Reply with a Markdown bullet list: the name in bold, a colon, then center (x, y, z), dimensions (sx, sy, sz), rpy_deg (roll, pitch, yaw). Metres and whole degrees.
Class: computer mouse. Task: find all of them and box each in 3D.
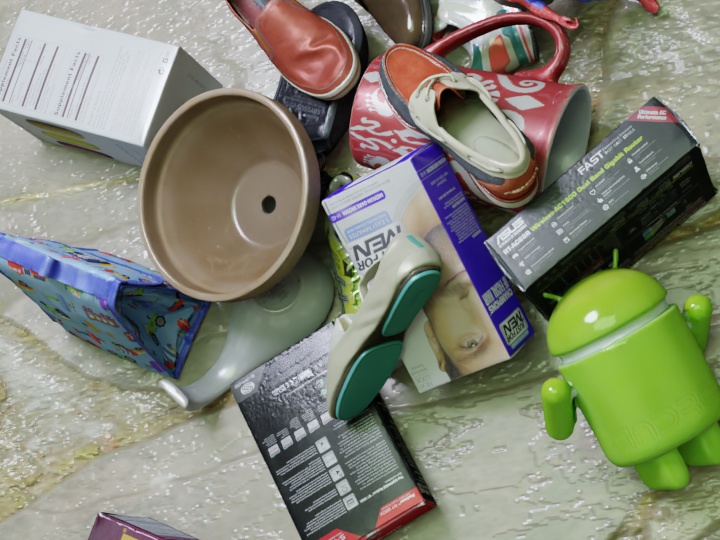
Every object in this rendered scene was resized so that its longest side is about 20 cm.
- **computer mouse**: center (-0.048, -0.171, 1.548), dimensions (0.138, 0.053, 0.202), rpy_deg (24, 92, 32)

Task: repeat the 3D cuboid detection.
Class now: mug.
- **mug**: center (0.108, -0.145, 1.443), dimensions (0.198, 0.134, 0.179), rpy_deg (15, 63, 21)

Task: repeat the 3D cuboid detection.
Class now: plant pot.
- **plant pot**: center (-0.111, -0.068, 1.482), dimensions (0.199, 0.092, 0.203), rpy_deg (-3, 84, 29)

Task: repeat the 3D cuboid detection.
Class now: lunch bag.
- **lunch bag**: center (-0.261, 0.022, 1.489), dimensions (0.149, 0.200, 0.095), rpy_deg (21, 84, 22)

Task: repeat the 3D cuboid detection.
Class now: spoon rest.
- **spoon rest**: center (-0.110, 0.060, 1.512), dimensions (0.200, 0.061, 0.099), rpy_deg (-45, 67, -11)

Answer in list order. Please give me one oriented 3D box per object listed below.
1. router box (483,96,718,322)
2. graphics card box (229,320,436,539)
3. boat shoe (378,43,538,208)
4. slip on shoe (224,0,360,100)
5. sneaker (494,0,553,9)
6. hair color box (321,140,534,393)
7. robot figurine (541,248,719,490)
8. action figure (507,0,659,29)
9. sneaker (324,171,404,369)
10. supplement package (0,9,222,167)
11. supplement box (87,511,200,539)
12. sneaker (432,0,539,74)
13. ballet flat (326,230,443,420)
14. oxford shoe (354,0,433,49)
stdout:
- **router box**: center (0.216, -0.048, 1.364), dimensions (0.200, 0.150, 0.062), rpy_deg (-40, 67, 5)
- **graphics card box**: center (-0.028, 0.165, 1.451), dimensions (0.125, 0.051, 0.201), rpy_deg (-33, 69, 9)
- **boat shoe**: center (0.082, -0.137, 1.335), dimensions (0.071, 0.063, 0.200), rpy_deg (-38, 62, -5)
- **slip on shoe**: center (-0.075, -0.238, 1.510), dimensions (0.074, 0.061, 0.200), rpy_deg (-48, 63, 11)
- **sneaker**: center (0.185, -0.316, 1.473), dimensions (0.200, 0.071, 0.080), rpy_deg (-35, 50, -24)
- **hair color box**: center (0.061, -0.002, 1.396), dimensions (0.109, 0.065, 0.201), rpy_deg (-24, 98, 35)
- **robot figurine**: center (0.237, 0.088, 1.324), dimensions (0.174, 0.116, 0.201), rpy_deg (-29, 89, -11)
- **action figure**: center (0.203, -0.257, 1.394), dimensions (0.099, 0.198, 0.066), rpy_deg (-124, 41, -51)
- **sneaker**: center (0.000, 0.000, 1.469), dimensions (0.075, 0.076, 0.202), rpy_deg (-22, 69, 13)
- **supplement package**: center (-0.264, -0.181, 1.590), dimensions (0.198, 0.114, 0.111), rpy_deg (16, 81, 24)
- **supplement box**: center (-0.165, 0.320, 1.431), dimensions (0.198, 0.103, 0.132), rpy_deg (17, 84, 23)
- **sneaker**: center (0.098, -0.274, 1.508), dimensions (0.093, 0.070, 0.201), rpy_deg (-26, 72, 6)
- **ballet flat**: center (0.012, 0.046, 1.376), dimensions (0.070, 0.069, 0.201), rpy_deg (46, 125, 24)
- **oxford shoe**: center (0.005, -0.285, 1.527), dimensions (0.201, 0.084, 0.073), rpy_deg (58, 141, 29)
